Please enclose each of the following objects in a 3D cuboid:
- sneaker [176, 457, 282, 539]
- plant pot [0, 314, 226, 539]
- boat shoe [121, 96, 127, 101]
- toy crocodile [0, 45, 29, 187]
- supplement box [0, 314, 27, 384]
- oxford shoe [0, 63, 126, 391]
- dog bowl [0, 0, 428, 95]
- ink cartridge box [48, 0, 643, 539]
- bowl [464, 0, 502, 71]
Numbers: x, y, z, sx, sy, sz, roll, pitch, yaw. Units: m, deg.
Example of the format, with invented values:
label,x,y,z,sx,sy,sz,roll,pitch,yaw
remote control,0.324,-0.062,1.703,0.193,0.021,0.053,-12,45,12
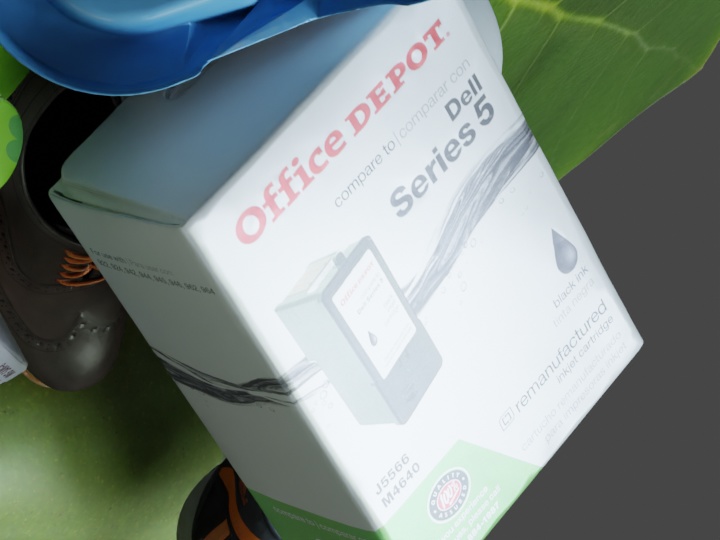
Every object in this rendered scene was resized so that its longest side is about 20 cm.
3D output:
label,x,y,z,sx,sy,sz,roll,pitch,yaw
sneaker,0.002,0.050,1.117,0.200,0.077,0.112,-61,-172,-34
plant pot,-0.154,0.070,1.156,0.200,0.200,0.190,-49,158,22
boat shoe,-0.060,-0.106,1.113,0.200,0.072,0.068,-42,-175,-39
toy crocodile,-0.180,-0.038,0.873,0.200,0.067,0.062,-40,139,-31
supplement box,-0.227,0.056,0.946,0.199,0.061,0.109,-31,170,-3
oxford shoe,-0.116,-0.017,0.998,0.071,0.073,0.201,-22,137,-17
dog bowl,-0.039,-0.128,0.879,0.199,0.112,0.050,-19,-176,-6
ink cartridge box,0.000,0.000,0.970,0.146,0.084,0.200,-48,127,-23
bowl,-0.010,-0.051,1.092,0.201,0.090,0.201,-37,169,-8
